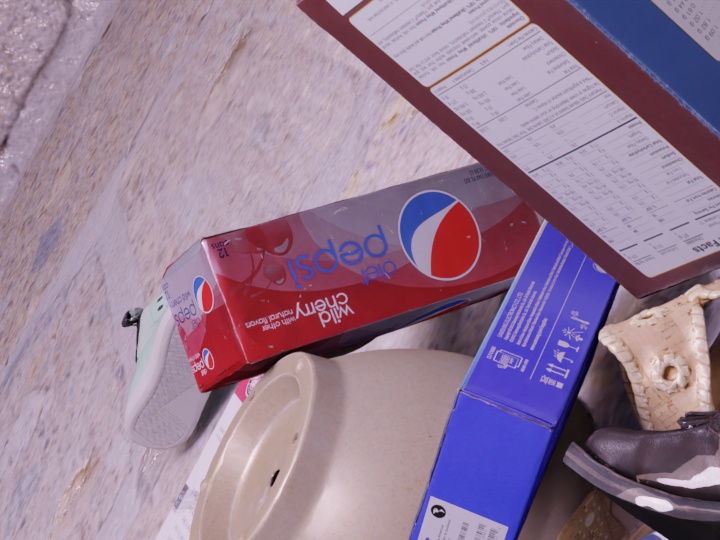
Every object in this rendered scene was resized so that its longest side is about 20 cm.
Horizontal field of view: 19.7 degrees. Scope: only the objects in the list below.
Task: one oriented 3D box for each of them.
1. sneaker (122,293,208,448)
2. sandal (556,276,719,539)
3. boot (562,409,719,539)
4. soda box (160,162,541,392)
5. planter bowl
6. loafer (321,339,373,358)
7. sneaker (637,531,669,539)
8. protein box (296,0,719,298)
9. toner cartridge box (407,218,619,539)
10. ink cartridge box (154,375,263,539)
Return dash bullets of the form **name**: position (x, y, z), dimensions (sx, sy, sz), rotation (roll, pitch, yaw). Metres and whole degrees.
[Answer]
- **sneaker**: position (-0.119, 0.025, 1.527), dimensions (0.201, 0.074, 0.118), rotation (-53, 27, 35)
- **sandal**: position (0.123, 0.053, 0.866), dimensions (0.212, 0.070, 0.078), rotation (-57, 19, 17)
- **boot**: position (0.179, 0.025, 0.735), dimensions (0.200, 0.069, 0.174), rotation (7, 69, 45)
- **soda box**: position (0.000, 0.000, 1.086), dimensions (0.063, 0.200, 0.070), rotation (-32, 77, 58)
- **planter bowl**: position (0.001, 0.120, 1.004), dimensions (0.200, 0.135, 0.200), rotation (-52, 22, 30)
- **loafer**: position (-0.017, 0.012, 1.168), dimensions (0.067, 0.200, 0.076), rotation (-26, 84, 43)
- **sneaker**: position (0.080, 0.162, 0.838), dimensions (0.200, 0.074, 0.082), rotation (-32, 33, 45)
- **protein box**: position (0.123, -0.135, 0.858), dimensions (0.199, 0.200, 0.135), rotation (-56, 14, -25)
- **toner cartridge box**: position (0.076, 0.043, 0.909), dimensions (0.200, 0.043, 0.095), rotation (-57, -13, -56)
- **ink cartridge box**: position (-0.050, 0.150, 1.181), dimensions (0.200, 0.083, 0.145), rotation (-62, 18, 3)
